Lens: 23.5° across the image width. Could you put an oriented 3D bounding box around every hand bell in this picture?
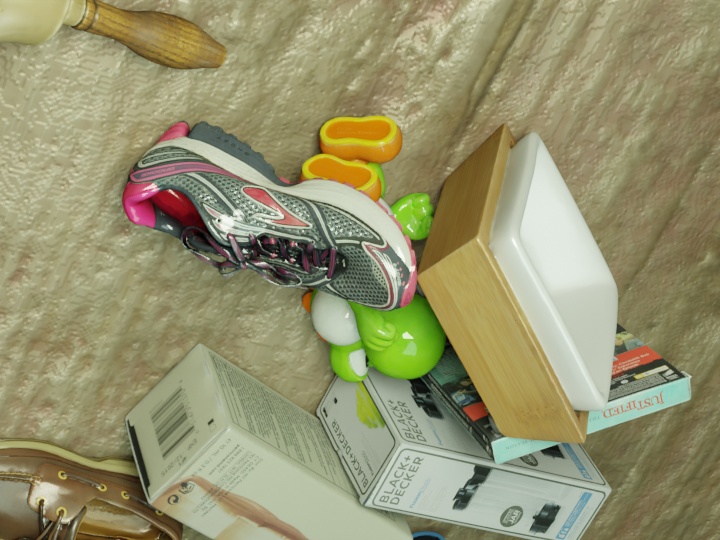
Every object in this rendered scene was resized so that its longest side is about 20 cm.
[{"bbox_3d":[-0.161,-0.155,1.045,0.200,0.104,0.104,11,119,-42],"label":"hand bell"}]

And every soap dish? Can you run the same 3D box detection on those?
[{"bbox_3d":[0.107,0.009,1.168,0.081,0.200,0.157,-23,109,19],"label":"soap dish"}]

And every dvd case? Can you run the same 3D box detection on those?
[{"bbox_3d":[0.129,0.072,1.236,0.146,0.200,0.022,-17,111,-11],"label":"dvd case"}]

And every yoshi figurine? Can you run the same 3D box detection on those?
[{"bbox_3d":[0.016,0.000,1.199,0.112,0.112,0.200,-19,131,-17],"label":"yoshi figurine"}]

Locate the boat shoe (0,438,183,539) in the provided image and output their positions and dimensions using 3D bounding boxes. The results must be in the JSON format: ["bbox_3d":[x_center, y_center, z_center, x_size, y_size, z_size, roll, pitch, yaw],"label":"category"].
[{"bbox_3d":[-0.219,0.170,1.243,0.200,0.068,0.072,10,119,-27],"label":"boat shoe"}]

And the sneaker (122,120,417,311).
[{"bbox_3d":[-0.057,-0.020,1.105,0.200,0.075,0.081,23,133,14],"label":"sneaker"}]

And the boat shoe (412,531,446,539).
[{"bbox_3d":[-0.009,0.285,1.408,0.200,0.069,0.084,-37,128,6],"label":"boat shoe"}]

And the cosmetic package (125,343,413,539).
[{"bbox_3d":[-0.066,0.153,1.273,0.087,0.103,0.200,-44,126,13],"label":"cosmetic package"}]

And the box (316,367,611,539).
[{"bbox_3d":[0.078,0.137,1.311,0.200,0.117,0.060,16,116,-29],"label":"box"}]
